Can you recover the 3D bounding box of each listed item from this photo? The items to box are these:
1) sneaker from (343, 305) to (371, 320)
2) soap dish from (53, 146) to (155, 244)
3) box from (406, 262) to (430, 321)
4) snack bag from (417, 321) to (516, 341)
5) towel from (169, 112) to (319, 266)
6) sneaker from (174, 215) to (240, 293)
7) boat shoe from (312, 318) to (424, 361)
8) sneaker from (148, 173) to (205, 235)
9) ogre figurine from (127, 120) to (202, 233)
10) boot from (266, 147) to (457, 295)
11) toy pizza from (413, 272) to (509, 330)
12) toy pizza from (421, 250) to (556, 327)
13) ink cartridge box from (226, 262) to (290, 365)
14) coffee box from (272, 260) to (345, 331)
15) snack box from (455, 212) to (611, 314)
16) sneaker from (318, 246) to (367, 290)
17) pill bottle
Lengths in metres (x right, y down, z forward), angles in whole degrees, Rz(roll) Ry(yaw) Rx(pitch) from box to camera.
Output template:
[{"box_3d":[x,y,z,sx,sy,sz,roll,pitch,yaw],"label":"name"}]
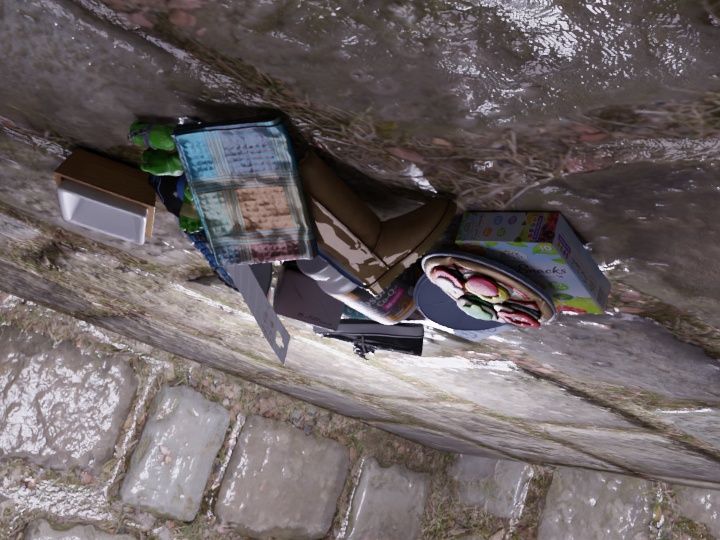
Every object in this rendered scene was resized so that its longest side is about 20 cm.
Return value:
[{"box_3d":[-0.021,0.056,1.707,0.199,0.078,0.091,10,179,33],"label":"sneaker"},{"box_3d":[-0.405,-0.118,1.434,0.157,0.082,0.200,19,164,-10],"label":"soap dish"},{"box_3d":[0.087,0.039,1.511,0.100,0.075,0.200,27,159,-37],"label":"box"},{"box_3d":[0.171,0.087,1.686,0.199,0.021,0.189,18,163,-11],"label":"snack bag"},{"box_3d":[-0.141,-0.095,1.108,0.146,0.022,0.201,-5,122,14],"label":"towel"},{"box_3d":[-0.235,-0.061,1.494,0.075,0.087,0.200,7,139,45],"label":"sneaker"},{"box_3d":[0.013,0.123,1.569,0.198,0.068,0.074,3,-175,0],"label":"boat shoe"},{"box_3d":[-0.253,-0.101,1.381,0.078,0.070,0.200,13,158,24],"label":"sneaker"},{"box_3d":[-0.215,-0.128,1.188,0.120,0.201,0.098,-16,-170,44],"label":"ogre figurine"},{"box_3d":[0.000,-0.083,1.144,0.200,0.175,0.066,42,-168,-14],"label":"boot"},{"box_3d":[0.180,0.028,1.368,0.199,0.032,0.201,0,142,0],"label":"toy pizza"},{"box_3d":[0.174,0.033,1.235,0.200,0.032,0.200,24,164,7],"label":"toy pizza"},{"box_3d":[-0.145,0.032,1.372,0.200,0.050,0.162,56,161,14],"label":"ink cartridge box"},{"box_3d":[-0.090,0.037,1.545,0.113,0.080,0.200,17,-175,-8],"label":"coffee box"},{"box_3d":[0.237,-0.009,1.206,0.142,0.053,0.200,2,152,37],"label":"snack box"},{"box_3d":[-0.038,-0.056,1.221,0.200,0.082,0.074,37,-174,-16],"label":"sneaker"},{"box_3d":[0.000,0.000,1.380,0.116,0.117,0.200,0,159,43],"label":"pill bottle"}]
